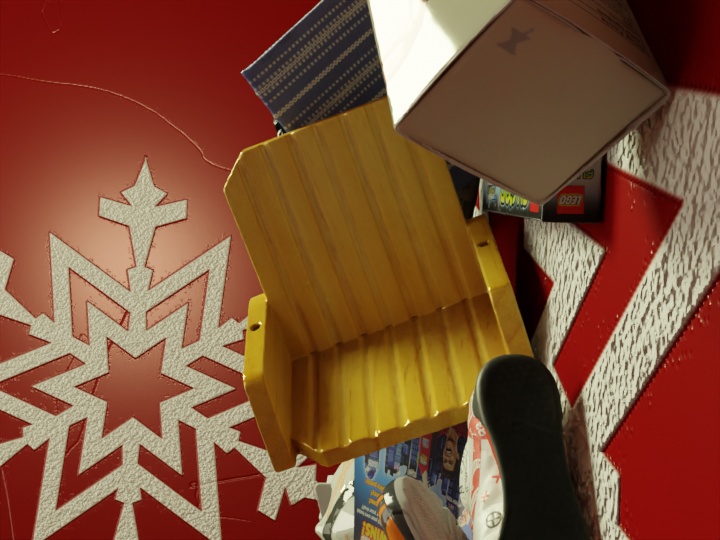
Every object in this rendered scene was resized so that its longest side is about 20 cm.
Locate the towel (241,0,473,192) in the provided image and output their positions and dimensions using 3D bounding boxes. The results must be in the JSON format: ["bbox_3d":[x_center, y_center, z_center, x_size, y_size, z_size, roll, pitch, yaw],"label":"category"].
[{"bbox_3d":[0.016,-0.126,0.797,0.201,0.145,0.024,51,169,-25],"label":"towel"}]

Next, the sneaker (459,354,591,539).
[{"bbox_3d":[0.095,0.162,0.585,0.108,0.066,0.204,85,-177,-59],"label":"sneaker"}]

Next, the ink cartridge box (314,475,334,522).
[{"bbox_3d":[0.026,0.276,1.034,0.068,0.114,0.202,-78,-20,-60],"label":"ink cartridge box"}]

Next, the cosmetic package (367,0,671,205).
[{"bbox_3d":[0.063,-0.145,0.498,0.087,0.103,0.202,-43,38,33],"label":"cosmetic package"}]

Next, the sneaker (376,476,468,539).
[{"bbox_3d":[0.031,0.228,0.618,0.078,0.111,0.202,-83,-32,-71],"label":"sneaker"}]

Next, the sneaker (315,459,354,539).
[{"bbox_3d":[0.013,0.177,0.934,0.074,0.079,0.201,53,-143,-22],"label":"sneaker"}]

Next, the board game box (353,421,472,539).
[{"bbox_3d":[0.057,0.174,0.790,0.199,0.061,0.203,8,91,58],"label":"board game box"}]

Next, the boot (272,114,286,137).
[{"bbox_3d":[0.005,-0.130,1.081,0.077,0.166,0.202,-85,-26,-63],"label":"boot"}]

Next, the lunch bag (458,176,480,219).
[{"bbox_3d":[0.018,-0.130,0.906,0.167,0.138,0.203,20,106,56],"label":"lunch bag"}]

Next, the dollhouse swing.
[{"bbox_3d":[0.000,0.000,0.715,0.182,0.198,0.177,-96,-14,-62],"label":"dollhouse swing"}]

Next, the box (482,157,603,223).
[{"bbox_3d":[0.112,-0.089,0.635,0.200,0.034,0.112,-117,28,-85],"label":"box"}]
